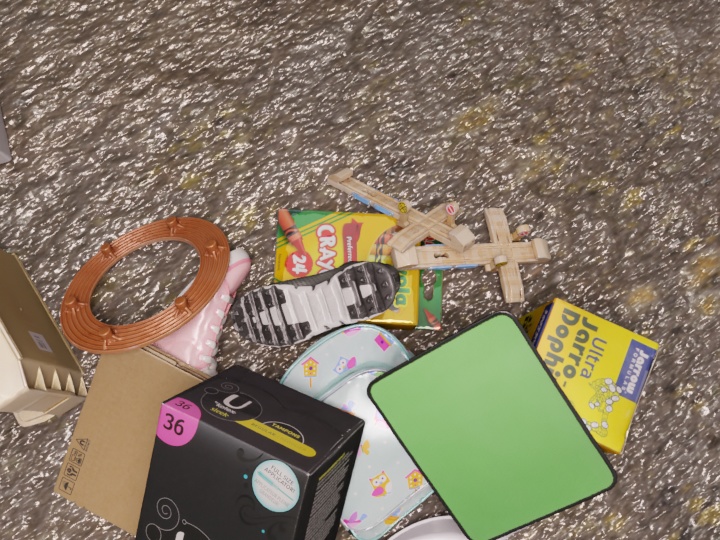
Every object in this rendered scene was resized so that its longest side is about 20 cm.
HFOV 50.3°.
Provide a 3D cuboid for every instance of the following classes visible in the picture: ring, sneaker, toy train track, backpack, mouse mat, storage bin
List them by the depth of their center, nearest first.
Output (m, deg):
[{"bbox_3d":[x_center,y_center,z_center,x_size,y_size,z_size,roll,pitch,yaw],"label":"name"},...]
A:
[{"bbox_3d":[0.118,0.149,0.698,0.160,0.008,0.201,-31,100,21],"label":"mouse mat"},{"bbox_3d":[-0.387,0.063,0.788,0.093,0.200,0.200,-32,81,-9],"label":"storage bin"},{"bbox_3d":[0.006,0.157,0.802,0.175,0.153,0.201,-38,79,3],"label":"backpack"},{"bbox_3d":[-0.042,0.033,0.818,0.198,0.090,0.067,-16,92,22],"label":"sneaker"},{"bbox_3d":[-0.236,0.007,0.832,0.198,0.019,0.202,-11,42,10],"label":"ring"},{"bbox_3d":[-0.174,0.076,0.855,0.105,0.075,0.200,45,84,5],"label":"sneaker"},{"bbox_3d":[0.132,-0.022,0.861,0.197,0.033,0.116,-3,71,-21],"label":"toy train track"},{"bbox_3d":[0.042,-0.078,0.864,0.199,0.033,0.114,29,44,30],"label":"toy train track"}]

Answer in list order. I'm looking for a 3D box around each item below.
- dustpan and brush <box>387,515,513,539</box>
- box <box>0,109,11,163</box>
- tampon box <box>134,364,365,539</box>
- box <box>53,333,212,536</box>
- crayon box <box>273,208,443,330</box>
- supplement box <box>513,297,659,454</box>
[{"bbox_3d":[0.125,0.310,0.832,0.199,0.057,0.141,-31,92,0],"label":"dustpan and brush"},{"bbox_3d":[-0.531,-0.184,0.878,0.197,0.106,0.154,-17,80,-5],"label":"box"},{"bbox_3d":[-0.104,0.217,0.696,0.148,0.126,0.203,19,106,18],"label":"tampon box"},{"bbox_3d":[-0.226,0.186,0.817,0.162,0.021,0.202,25,103,6],"label":"box"},{"bbox_3d":[0.000,0.000,0.883,0.197,0.051,0.129,2,79,-1],"label":"crayon box"},{"bbox_3d":[0.204,0.112,0.790,0.108,0.200,0.110,24,79,3],"label":"supplement box"}]
